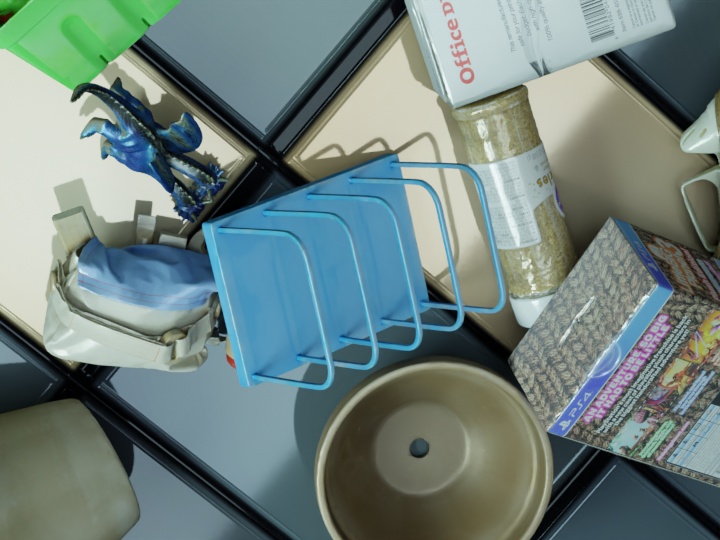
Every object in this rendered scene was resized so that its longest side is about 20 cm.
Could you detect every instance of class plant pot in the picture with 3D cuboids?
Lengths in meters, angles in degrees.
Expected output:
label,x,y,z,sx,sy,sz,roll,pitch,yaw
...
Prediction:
label,x,y,z,sx,sy,sz,roll,pitch,yaw
plant pot,0.056,0.162,1.744,0.201,0.093,0.201,-2,103,-8
plant pot,-0.282,0.193,1.668,0.173,0.200,0.200,-29,105,-18

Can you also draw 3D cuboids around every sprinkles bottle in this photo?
label,x,y,z,sx,sy,sz,roll,pitch,yaw
sprinkles bottle,0.136,-0.054,1.721,0.068,0.068,0.200,-20,104,-3

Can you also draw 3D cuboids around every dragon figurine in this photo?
label,x,y,z,sx,sy,sz,roll,pitch,yaw
dragon figurine,-0.164,-0.102,1.633,0.099,0.200,0.059,27,76,15

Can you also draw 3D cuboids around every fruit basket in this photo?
label,x,y,z,sx,sy,sz,roll,pitch,yaw
fruit basket,-0.231,-0.265,1.577,0.215,0.156,0.216,-7,115,-16

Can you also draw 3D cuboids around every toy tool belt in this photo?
label,x,y,z,sx,sy,sz,roll,pitch,yaw
toy tool belt,-0.156,0.015,1.666,0.200,0.125,0.123,6,110,-9

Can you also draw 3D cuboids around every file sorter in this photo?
label,x,y,z,sx,sy,sz,roll,pitch,yaw
file sorter,0.000,0.000,1.642,0.200,0.123,0.139,-22,106,-35

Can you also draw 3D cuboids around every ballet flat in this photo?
label,x,y,z,sx,sy,sz,roll,pitch,yaw
ballet flat,0.310,-0.084,1.749,0.072,0.068,0.200,-1,107,11

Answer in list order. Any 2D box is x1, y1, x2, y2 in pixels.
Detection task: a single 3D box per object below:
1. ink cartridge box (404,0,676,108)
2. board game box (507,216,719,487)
label,x,y,z,sx,sy,sz,roll,pitch,yaw
ink cartridge box,0.136,-0.236,1.673,0.200,0.084,0.144,-20,105,-4
board game box,0.255,0.070,1.700,0.200,0.097,0.159,20,117,-31
